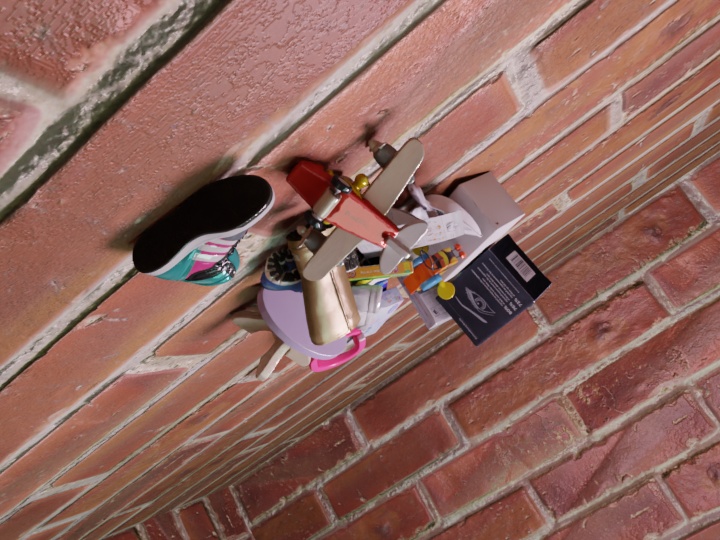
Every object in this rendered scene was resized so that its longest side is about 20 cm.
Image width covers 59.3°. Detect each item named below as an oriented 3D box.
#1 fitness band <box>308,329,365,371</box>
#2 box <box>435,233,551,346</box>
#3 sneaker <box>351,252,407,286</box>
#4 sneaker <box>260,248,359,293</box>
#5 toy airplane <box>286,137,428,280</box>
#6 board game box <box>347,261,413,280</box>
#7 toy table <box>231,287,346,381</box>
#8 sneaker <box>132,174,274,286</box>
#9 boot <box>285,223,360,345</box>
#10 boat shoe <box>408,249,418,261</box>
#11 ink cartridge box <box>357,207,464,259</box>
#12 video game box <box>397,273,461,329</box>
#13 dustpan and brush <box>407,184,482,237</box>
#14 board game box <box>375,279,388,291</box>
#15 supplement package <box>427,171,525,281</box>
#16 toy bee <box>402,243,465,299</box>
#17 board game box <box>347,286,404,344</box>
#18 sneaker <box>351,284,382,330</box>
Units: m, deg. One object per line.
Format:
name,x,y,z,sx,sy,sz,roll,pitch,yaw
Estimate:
fitness band,-0.058,0.188,1.482,0.143,0.038,0.200,-25,161,-11
box,0.288,0.045,1.385,0.104,0.148,0.200,-32,169,-47
sneaker,0.000,0.000,1.322,0.199,0.075,0.085,-35,147,3
sneaker,-0.091,-0.010,1.118,0.199,0.079,0.089,-13,167,-35
toy airplane,-0.002,-0.088,0.913,0.198,0.141,0.200,-15,128,-11
board game box,-0.004,0.008,1.220,0.198,0.030,0.096,-9,177,-5
toy table,-0.139,0.116,1.213,0.117,0.200,0.184,-34,-161,36
sneaker,-0.178,-0.042,0.816,0.199,0.084,0.121,-27,160,12
boot,-0.031,0.004,1.060,0.174,0.066,0.201,-23,121,-17
boat shoe,0.147,-0.043,1.446,0.201,0.073,0.060,-28,-174,-40
ink cartridge box,0.084,-0.081,1.147,0.198,0.051,0.162,-16,165,8
video game box,0.196,0.025,1.525,0.199,0.183,0.047,-21,164,-32
dustpan and brush,0.137,-0.114,1.194,0.057,0.139,0.200,-60,140,-24
board game box,-0.032,0.076,1.496,0.199,0.045,0.152,-28,163,-9
supplement package,0.222,-0.089,1.331,0.119,0.122,0.200,-26,164,-42
toy bee,0.160,-0.004,1.285,0.108,0.132,0.200,-26,-170,-16
board game box,-0.018,0.128,1.513,0.198,0.044,0.200,-19,160,-30
sneaker,-0.012,0.065,1.268,0.088,0.076,0.200,10,159,-4
